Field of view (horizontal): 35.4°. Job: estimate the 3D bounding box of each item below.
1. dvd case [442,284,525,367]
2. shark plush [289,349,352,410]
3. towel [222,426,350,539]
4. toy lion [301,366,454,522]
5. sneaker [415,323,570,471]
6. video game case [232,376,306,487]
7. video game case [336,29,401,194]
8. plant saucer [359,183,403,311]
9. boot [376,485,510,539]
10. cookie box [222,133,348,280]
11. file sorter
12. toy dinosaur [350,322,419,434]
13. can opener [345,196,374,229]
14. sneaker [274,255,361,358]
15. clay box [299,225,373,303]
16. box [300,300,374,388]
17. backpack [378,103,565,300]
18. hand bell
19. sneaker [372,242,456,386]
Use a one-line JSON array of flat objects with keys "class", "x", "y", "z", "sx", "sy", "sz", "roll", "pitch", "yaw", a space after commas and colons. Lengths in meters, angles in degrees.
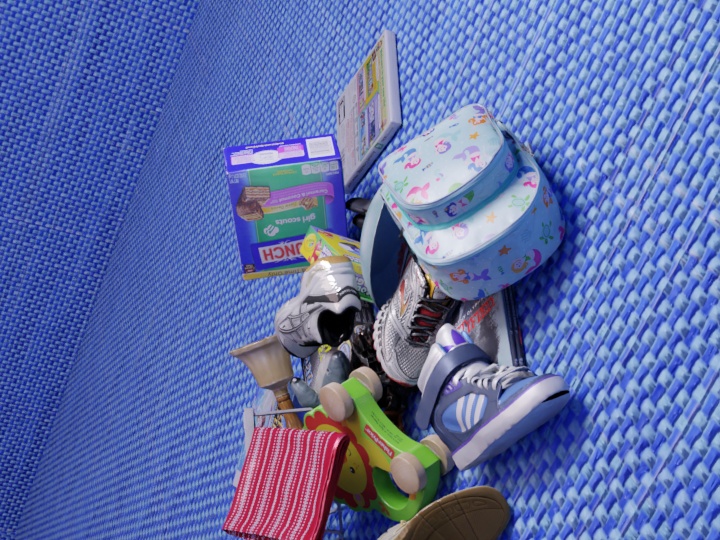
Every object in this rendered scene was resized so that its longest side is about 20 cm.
[{"class": "dvd case", "x": 0.134, "y": 0.069, "z": 1.309, "sx": 0.146, "sy": 0.022, "sz": 0.201, "roll": -51, "pitch": 31, "yaw": 45}, {"class": "shark plush", "x": -0.026, "y": 0.200, "z": 1.449, "sx": 0.083, "sy": 0.091, "sz": 0.201, "roll": -5, "pitch": 91, "yaw": 55}, {"class": "towel", "x": -0.093, "y": 0.261, "z": 1.365, "sx": 0.200, "sy": 0.022, "sz": 0.145, "roll": -7, "pitch": 62, "yaw": 52}, {"class": "toy lion", "x": 0.007, "y": 0.229, "z": 1.369, "sx": 0.200, "sy": 0.069, "sz": 0.192, "roll": 41, "pitch": 138, "yaw": 27}, {"class": "sneaker", "x": 0.124, "y": 0.111, "z": 1.177, "sx": 0.147, "sy": 0.080, "sz": 0.200, "roll": 64, "pitch": 147, "yaw": 19}, {"class": "video game case", "x": -0.136, "y": 0.264, "z": 1.786, "sx": 0.181, "sy": 0.045, "sz": 0.201, "roll": 3, "pitch": 79, "yaw": 66}, {"class": "video game case", "x": 0.011, "y": -0.251, "z": 1.789, "sx": 0.182, "sy": 0.022, "sz": 0.201, "roll": -50, "pitch": 33, "yaw": 46}, {"class": "plant saucer", "x": 0.041, "y": -0.049, "z": 1.409, "sx": 0.201, "sy": 0.039, "sz": 0.202, "roll": -47, "pitch": -35, "yaw": -47}, {"class": "boot", "x": 0.072, "y": 0.297, "z": 1.230, "sx": 0.200, "sy": 0.072, "sz": 0.155, "roll": -36, "pitch": -8, "yaw": 1}, {"class": "cookie box", "x": -0.108, "y": -0.092, "z": 1.687, "sx": 0.075, "sy": 0.170, "sz": 0.201, "roll": -103, "pitch": 6, "yaw": -51}, {"class": "file sorter", "x": -0.089, "y": 0.302, "z": 1.514, "sx": 0.139, "sy": 0.124, "sz": 0.201, "roll": 89, "pitch": 176, "yaw": -49}, {"class": "toy dinosaur", "x": 0.037, "y": 0.146, "z": 1.433, "sx": 0.200, "sy": 0.102, "sz": 0.136, "roll": 52, "pitch": 145, "yaw": 28}, {"class": "can opener", "x": 0.022, "y": -0.079, "z": 1.628, "sx": 0.064, "sy": 0.078, "sz": 0.200, "roll": 69, "pitch": 162, "yaw": -7}, {"class": "sneaker", "x": -0.054, "y": 0.069, "z": 1.423, "sx": 0.200, "sy": 0.075, "sz": 0.088, "roll": 116, "pitch": 140, "yaw": -51}, {"class": "clay box", "x": 0.000, "y": 0.000, "z": 1.541, "sx": 0.048, "sy": 0.115, "sz": 0.200, "roll": -68, "pitch": 24, "yaw": 9}, {"class": "box", "x": -0.032, "y": 0.121, "z": 1.633, "sx": 0.200, "sy": 0.044, "sz": 0.160, "roll": -102, "pitch": 33, "yaw": -47}, {"class": "backpack", "x": 0.122, "y": -0.072, "z": 1.237, "sx": 0.177, "sy": 0.151, "sz": 0.200, "roll": -32, "pitch": 43, "yaw": 6}, {"class": "hand bell", "x": -0.112, "y": 0.196, "z": 1.674, "sx": 0.104, "sy": 0.104, "sz": 0.201, "roll": -20, "pitch": 90, "yaw": 63}, {"class": "sneaker", "x": 0.071, "y": 0.039, "z": 1.348, "sx": 0.082, "sy": 0.078, "sz": 0.201, "roll": -11, "pitch": 66, "yaw": 64}]
